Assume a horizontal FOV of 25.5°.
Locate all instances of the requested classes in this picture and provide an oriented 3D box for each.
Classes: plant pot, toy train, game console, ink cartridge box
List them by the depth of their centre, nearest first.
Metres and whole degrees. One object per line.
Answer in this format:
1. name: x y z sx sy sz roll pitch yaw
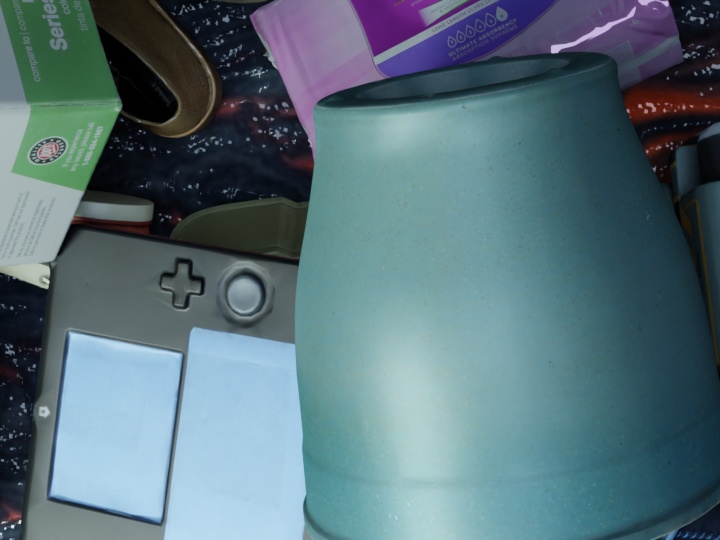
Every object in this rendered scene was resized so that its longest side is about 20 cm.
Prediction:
1. plant pot: 0.056 0.006 0.704 0.198 0.200 0.190 -8 102 8
2. ink cartridge box: -0.230 -0.064 0.738 0.198 0.145 0.088 -8 65 -29
3. toy train: 0.193 0.022 0.790 0.084 0.114 0.202 -3 81 -3
4. game console: -0.089 0.086 0.817 0.175 0.031 0.202 9 94 13

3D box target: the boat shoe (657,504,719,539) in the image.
1. boat shoe: 0.105 0.161 0.812 0.198 0.069 0.085 -7 128 -4

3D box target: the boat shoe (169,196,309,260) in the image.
1. boat shoe: 0.000 0.000 0.852 0.198 0.075 0.069 -1 129 15

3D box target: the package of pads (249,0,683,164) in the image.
1. package of pads: 0.051 -0.120 0.809 0.199 0.076 0.121 -27 66 8

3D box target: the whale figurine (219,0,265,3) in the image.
1. whale figurine: -0.041 -0.234 0.807 0.159 0.104 0.200 40 92 1

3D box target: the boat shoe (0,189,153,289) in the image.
1. boat shoe: -0.212 -0.019 0.875 0.198 0.071 0.063 7 101 1

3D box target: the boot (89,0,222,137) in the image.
1. boot: -0.158 -0.150 0.848 0.200 0.075 0.074 43 102 1
